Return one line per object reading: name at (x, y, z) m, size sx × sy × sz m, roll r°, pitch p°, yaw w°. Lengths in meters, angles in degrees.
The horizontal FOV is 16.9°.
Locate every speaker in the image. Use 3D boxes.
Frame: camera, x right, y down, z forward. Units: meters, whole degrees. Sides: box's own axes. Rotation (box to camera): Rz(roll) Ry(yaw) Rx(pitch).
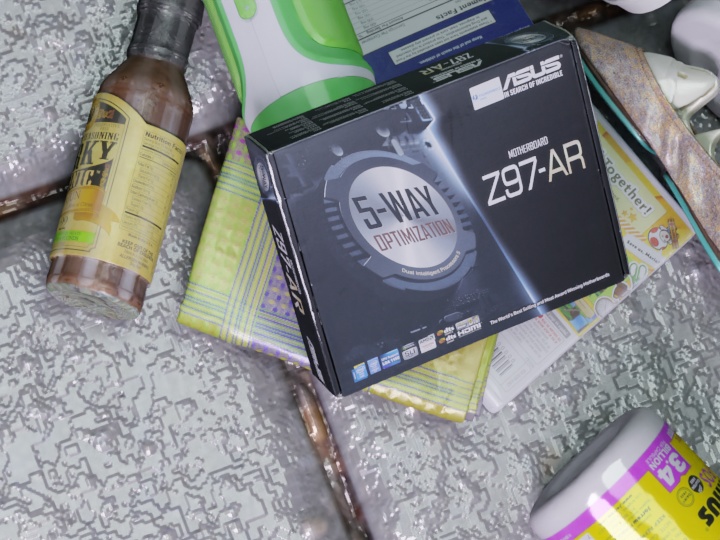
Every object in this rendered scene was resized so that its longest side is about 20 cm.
speaker at (-0.056, -0.170, 1.458) m, size 0.088 × 0.089 × 0.201 m, roll -16°, pitch 71°, yaw -15°

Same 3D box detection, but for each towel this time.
towel at (0.000, 0.000, 1.471) m, size 0.199 × 0.023 × 0.144 m, roll 18°, pitch 76°, yaw -7°

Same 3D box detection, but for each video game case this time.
video game case at (0.084, -0.044, 1.521) m, size 0.182 × 0.023 × 0.200 m, roll -40°, pitch 88°, yaw -17°

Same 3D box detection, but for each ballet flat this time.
ballet flat at (0.209, -0.084, 1.521) m, size 0.067 × 0.068 × 0.201 m, roll -36°, pitch 80°, yaw 14°

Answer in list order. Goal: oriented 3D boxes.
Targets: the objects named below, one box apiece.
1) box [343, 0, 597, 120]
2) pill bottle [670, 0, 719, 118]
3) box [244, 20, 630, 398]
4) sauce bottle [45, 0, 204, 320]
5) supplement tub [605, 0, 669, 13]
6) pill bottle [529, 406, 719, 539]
box at (0.048, -0.138, 1.500) m, size 0.121 × 0.032 × 0.201 m, roll -24°, pitch 66°, yaw -15°
pill bottle at (0.302, -0.183, 1.550) m, size 0.200 × 0.111 × 0.111 m, roll -43°, pitch 90°, yaw -17°
box at (0.048, -0.037, 1.415) m, size 0.199 × 0.044 × 0.161 m, roll -21°, pitch 113°, yaw -14°
sauce bottle at (-0.137, -0.073, 1.458) m, size 0.064 × 0.065 × 0.201 m, roll 15°, pitch 74°, yaw -9°
supplement tub at (0.122, -0.258, 1.493) m, size 0.199 × 0.144 × 0.145 m, roll 28°, pitch 73°, yaw -24°
pill bottle at (0.203, 0.185, 1.455) m, size 0.200 × 0.104 × 0.104 m, roll 46°, pitch 73°, yaw 0°
